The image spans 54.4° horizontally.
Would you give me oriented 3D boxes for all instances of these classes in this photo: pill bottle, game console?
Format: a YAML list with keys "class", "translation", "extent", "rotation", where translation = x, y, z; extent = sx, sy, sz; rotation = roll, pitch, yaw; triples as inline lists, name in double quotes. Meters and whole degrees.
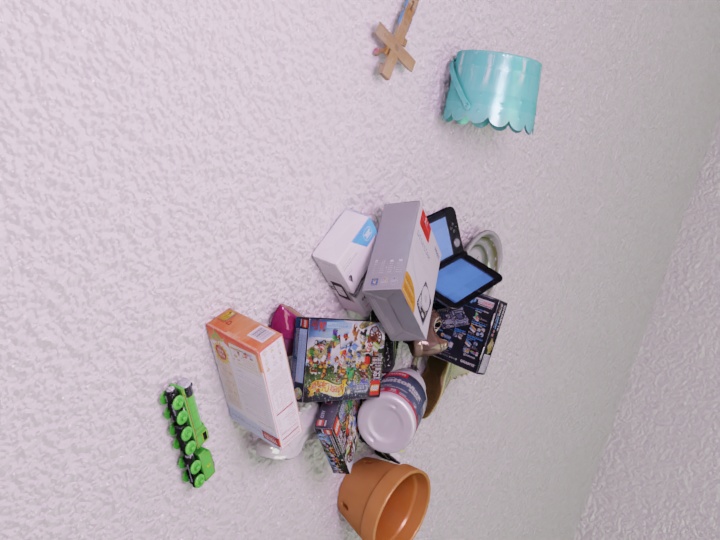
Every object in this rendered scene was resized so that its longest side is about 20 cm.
- class: "pill bottle"
  translation: [0.073, 0.273, 1.422]
  extent: [0.200, 0.116, 0.123]
  rotation: [-37, 137, -71]
- class: "game console"
  translation: [0.192, -0.032, 1.476]
  extent: [0.198, 0.116, 0.175]
  rotation: [-26, 107, -43]

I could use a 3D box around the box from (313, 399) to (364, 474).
- class: "box"
  translation: [-0.030, 0.265, 1.353]
  extent: [0.203, 0.037, 0.139]
  rotation: [-72, 154, -45]

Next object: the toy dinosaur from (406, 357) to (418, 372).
- class: "toy dinosaur"
  translation: [0.112, 0.251, 1.583]
  extent: [0.088, 0.046, 0.205]
  rotation: [37, 69, -65]

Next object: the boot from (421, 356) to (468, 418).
- class: "boot"
  translation: [0.203, 0.255, 1.683]
  extent: [0.153, 0.071, 0.205]
  rotation: [7, 104, -57]

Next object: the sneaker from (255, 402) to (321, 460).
- class: "sneaker"
  translation: [-0.124, 0.276, 1.293]
  extent: [0.198, 0.076, 0.102]
  rotation: [-23, 116, -54]

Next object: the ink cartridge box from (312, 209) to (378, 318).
- class: "ink cartridge box"
  translation: [0.000, 0.000, 1.324]
  extent: [0.117, 0.066, 0.202]
  rotation: [-54, 139, -22]

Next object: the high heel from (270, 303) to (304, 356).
- class: "high heel"
  translation: [-0.079, 0.093, 1.268]
  extent: [0.196, 0.067, 0.098]
  rotation: [-5, 120, -36]

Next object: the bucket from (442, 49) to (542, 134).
- class: "bucket"
  translation: [0.265, -0.356, 1.404]
  extent: [0.204, 0.204, 0.139]
  rotation: [-2, 105, -50]

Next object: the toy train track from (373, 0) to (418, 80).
- class: "toy train track"
  translation: [0.068, -0.437, 1.261]
  extent: [0.114, 0.032, 0.205]
  rotation: [32, 74, -45]

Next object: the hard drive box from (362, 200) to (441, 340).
- class: "hard drive box"
  translation: [0.082, 0.001, 1.295]
  extent: [0.157, 0.075, 0.204]
  rotation: [60, 35, -45]

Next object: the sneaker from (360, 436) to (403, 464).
- class: "sneaker"
  translation: [0.050, 0.347, 1.536]
  extent: [0.092, 0.077, 0.201]
  rotation: [-63, 148, -22]

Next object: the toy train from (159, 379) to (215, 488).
- class: "toy train"
  translation: [-0.272, 0.261, 1.121]
  extent: [0.056, 0.041, 0.205]
  rotation: [-40, 133, -46]

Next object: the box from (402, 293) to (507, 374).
- class: "box"
  translation: [0.200, 0.113, 1.512]
  extent: [0.046, 0.197, 0.163]
  rotation: [18, 91, -54]

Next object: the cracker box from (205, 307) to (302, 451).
- class: "cracker box"
  translation: [-0.170, 0.176, 1.134]
  extent: [0.057, 0.132, 0.205]
  rotation: [-33, 129, -37]

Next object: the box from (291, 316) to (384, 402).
- class: "box"
  translation: [-0.037, 0.157, 1.245]
  extent: [0.197, 0.037, 0.141]
  rotation: [7, 87, -47]

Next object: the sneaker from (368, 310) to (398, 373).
- class: "sneaker"
  translation: [0.050, 0.112, 1.452]
  extent: [0.083, 0.070, 0.206]
  rotation: [-54, 153, -75]

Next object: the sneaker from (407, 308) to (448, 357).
- class: "sneaker"
  translation: [0.125, 0.102, 1.431]
  extent: [0.073, 0.202, 0.072]
  rotation: [-1, 129, -7]

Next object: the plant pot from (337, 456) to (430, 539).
- class: "plant pot"
  translation: [0.043, 0.501, 1.528]
  extent: [0.198, 0.138, 0.206]
  rotation: [-23, 123, -42]

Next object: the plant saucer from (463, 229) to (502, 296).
- class: "plant saucer"
  translation: [0.270, -0.001, 1.672]
  extent: [0.198, 0.049, 0.205]
  rotation: [-25, 124, -43]
